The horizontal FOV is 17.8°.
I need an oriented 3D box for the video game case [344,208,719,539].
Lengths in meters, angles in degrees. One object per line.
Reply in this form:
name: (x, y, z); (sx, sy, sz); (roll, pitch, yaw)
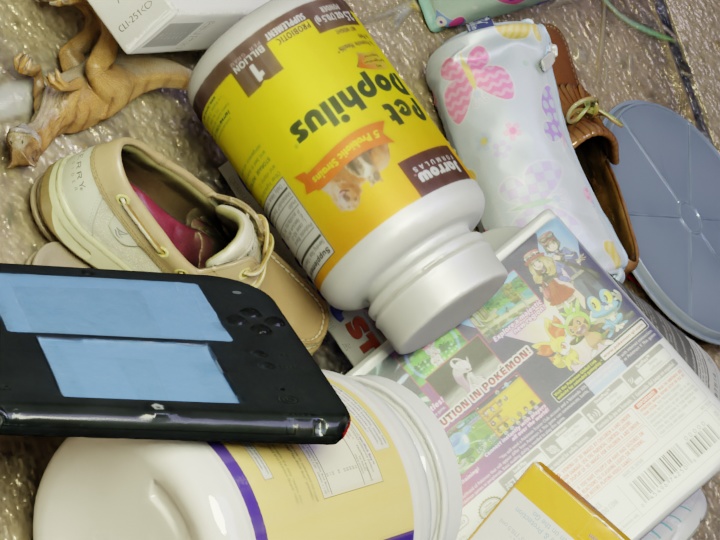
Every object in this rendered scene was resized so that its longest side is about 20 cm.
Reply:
video game case: (0.093, 0.093, 1.330); (0.200, 0.023, 0.182); (-39, 79, -10)

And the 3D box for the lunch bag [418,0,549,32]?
lunch bag: (0.142, -0.261, 1.648); (0.200, 0.170, 0.123); (-26, 95, -52)

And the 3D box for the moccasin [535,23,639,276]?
moccasin: (0.152, -0.085, 1.624); (0.073, 0.078, 0.202); (16, 56, -41)

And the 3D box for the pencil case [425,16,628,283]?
pencil case: (0.112, -0.069, 1.560); (0.090, 0.083, 0.201); (-15, 77, -7)

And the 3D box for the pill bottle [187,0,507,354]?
pill bottle: (-0.004, -0.055, 1.310); (0.109, 0.109, 0.200); (-20, 70, -52)

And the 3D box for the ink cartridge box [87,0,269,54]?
ink cartridge box: (-0.134, -0.212, 1.359); (0.177, 0.045, 0.200); (55, 18, 5)

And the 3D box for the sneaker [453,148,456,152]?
sneaker: (-0.007, -0.070, 1.437); (0.200, 0.075, 0.090); (31, 41, -32)

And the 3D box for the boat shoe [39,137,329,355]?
boat shoe: (-0.085, -0.008, 1.289); (0.200, 0.066, 0.074); (31, 46, -34)

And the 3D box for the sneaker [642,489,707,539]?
sneaker: (0.150, 0.156, 1.399); (0.080, 0.070, 0.200); (49, 31, 4)

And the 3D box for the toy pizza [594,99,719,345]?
toy pizza: (0.236, -0.033, 1.725); (0.200, 0.032, 0.201); (28, 47, -35)

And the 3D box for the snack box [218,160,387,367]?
snack box: (0.000, 0.000, 1.380); (0.200, 0.072, 0.024); (55, 8, 7)

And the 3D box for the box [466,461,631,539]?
box: (0.078, 0.219, 1.266); (0.119, 0.200, 0.041); (41, 5, 11)

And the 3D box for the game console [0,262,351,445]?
game console: (-0.121, 0.040, 1.150); (0.199, 0.031, 0.177); (3, 18, -21)

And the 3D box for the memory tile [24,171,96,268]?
memory tile: (-0.110, 0.036, 1.302); (0.199, 0.017, 0.154); (26, 50, -38)

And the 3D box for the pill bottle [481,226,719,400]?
pill bottle: (0.138, 0.057, 1.468); (0.200, 0.113, 0.114); (36, 43, -43)

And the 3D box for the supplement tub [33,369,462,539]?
supplement tub: (-0.054, 0.130, 1.198); (0.199, 0.145, 0.146); (-11, 75, -50)

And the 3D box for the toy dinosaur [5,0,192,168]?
toy dinosaur: (-0.148, -0.112, 1.334); (0.200, 0.060, 0.107); (-26, 110, -46)
